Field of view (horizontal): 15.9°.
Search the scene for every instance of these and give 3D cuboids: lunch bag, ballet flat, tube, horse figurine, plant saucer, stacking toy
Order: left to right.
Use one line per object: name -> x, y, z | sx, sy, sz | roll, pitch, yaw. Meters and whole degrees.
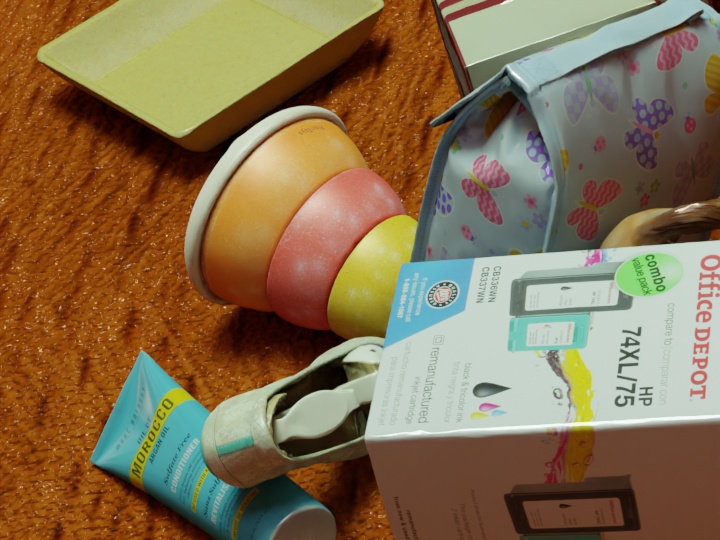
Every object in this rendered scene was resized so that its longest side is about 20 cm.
tube -> -0.092, 0.121, 1.544 | 0.200, 0.050, 0.078 | 31, 92, 46
plant saucer -> -0.109, -0.163, 1.931 | 0.200, 0.048, 0.200 | -35, 40, -22
ballet flat -> -0.013, 0.081, 1.510 | 0.062, 0.068, 0.200 | -22, 2, 39
stacking toy -> 0.000, 0.000, 1.631 | 0.200, 0.146, 0.146 | 35, 58, 28
lunch bag -> 0.129, -0.064, 1.535 | 0.169, 0.200, 0.127 | -26, 53, -35
horse figurine -> 0.176, 0.011, 1.487 | 0.132, 0.200, 0.050 | -6, 56, -16

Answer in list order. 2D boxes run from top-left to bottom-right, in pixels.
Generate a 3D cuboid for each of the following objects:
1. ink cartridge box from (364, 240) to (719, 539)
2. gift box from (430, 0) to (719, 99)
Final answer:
ink cartridge box -> 0.123, 0.088, 1.420 | 0.200, 0.146, 0.147 | -4, 40, 15
gift box -> 0.153, -0.155, 1.703 | 0.187, 0.185, 0.200 | -18, 42, 2
